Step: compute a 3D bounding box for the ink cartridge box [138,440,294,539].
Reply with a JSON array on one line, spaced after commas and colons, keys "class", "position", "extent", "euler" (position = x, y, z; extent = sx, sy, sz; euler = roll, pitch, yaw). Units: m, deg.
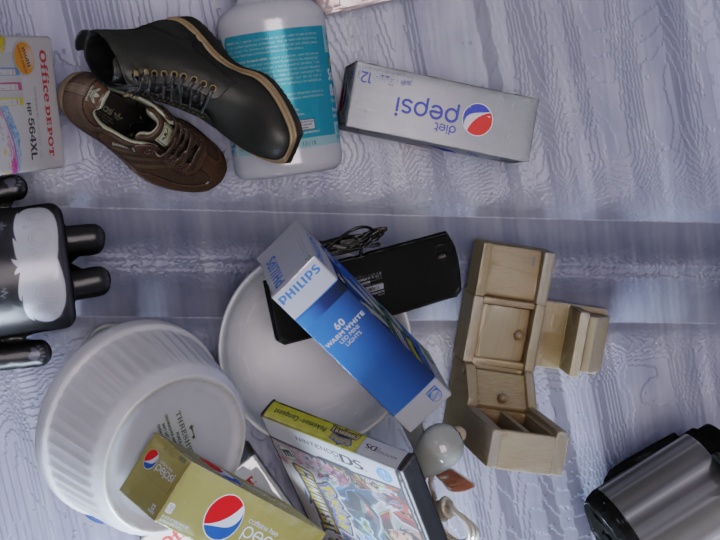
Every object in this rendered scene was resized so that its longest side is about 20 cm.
[{"class": "ink cartridge box", "position": [-0.115, 0.298, 1.548], "extent": [0.144, 0.084, 0.201], "euler": [-35, 98, -7]}]

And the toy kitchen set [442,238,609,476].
[{"class": "toy kitchen set", "position": [0.195, 0.088, 1.545], "extent": [0.161, 0.180, 0.203], "euler": [8, 97, -12]}]

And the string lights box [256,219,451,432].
[{"class": "string lights box", "position": [-0.007, 0.053, 1.452], "extent": [0.059, 0.103, 0.200], "euler": [-42, 114, 6]}]

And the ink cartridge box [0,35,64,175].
[{"class": "ink cartridge box", "position": [-0.372, -0.149, 1.413], "extent": [0.124, 0.199, 0.131], "euler": [-2, 97, 28]}]

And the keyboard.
[{"class": "keyboard", "position": [0.000, 0.000, 1.517], "extent": [0.197, 0.040, 0.105], "euler": [-15, 119, -11]}]

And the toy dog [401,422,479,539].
[{"class": "toy dog", "position": [0.062, 0.202, 1.538], "extent": [0.096, 0.199, 0.133], "euler": [-31, 100, -37]}]

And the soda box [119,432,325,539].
[{"class": "soda box", "position": [-0.124, 0.225, 1.419], "extent": [0.199, 0.067, 0.064], "euler": [36, 84, -43]}]

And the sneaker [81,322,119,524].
[{"class": "sneaker", "position": [-0.255, 0.155, 1.510], "extent": [0.074, 0.088, 0.203], "euler": [-1, 95, -12]}]

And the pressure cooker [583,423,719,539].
[{"class": "pressure cooker", "position": [0.355, 0.262, 1.591], "extent": [0.199, 0.176, 0.180], "euler": [-31, 102, -4]}]

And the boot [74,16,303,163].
[{"class": "boot", "position": [-0.162, -0.160, 1.417], "extent": [0.199, 0.138, 0.078], "euler": [39, 120, 26]}]

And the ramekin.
[{"class": "ramekin", "position": [-0.197, 0.155, 1.439], "extent": [0.201, 0.094, 0.205], "euler": [-18, 120, -34]}]

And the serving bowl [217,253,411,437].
[{"class": "serving bowl", "position": [-0.050, 0.075, 1.555], "extent": [0.197, 0.066, 0.203], "euler": [-1, 94, -12]}]

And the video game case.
[{"class": "video game case", "position": [0.003, 0.225, 1.485], "extent": [0.026, 0.179, 0.201], "euler": [-47, 136, -30]}]

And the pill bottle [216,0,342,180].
[{"class": "pill bottle", "position": [-0.082, -0.195, 1.507], "extent": [0.109, 0.111, 0.203], "euler": [-8, 96, -10]}]

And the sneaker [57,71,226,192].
[{"class": "sneaker", "position": [-0.200, -0.125, 1.476], "extent": [0.199, 0.075, 0.071], "euler": [27, 86, -37]}]

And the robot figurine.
[{"class": "robot figurine", "position": [-0.341, 0.003, 1.467], "extent": [0.197, 0.151, 0.126], "euler": [-9, 138, -11]}]

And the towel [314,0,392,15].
[{"class": "towel", "position": [0.025, -0.377, 1.557], "extent": [0.188, 0.032, 0.203], "euler": [-13, 97, -11]}]

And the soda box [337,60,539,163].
[{"class": "soda box", "position": [0.078, -0.160, 1.565], "extent": [0.197, 0.063, 0.069], "euler": [9, 91, -12]}]
